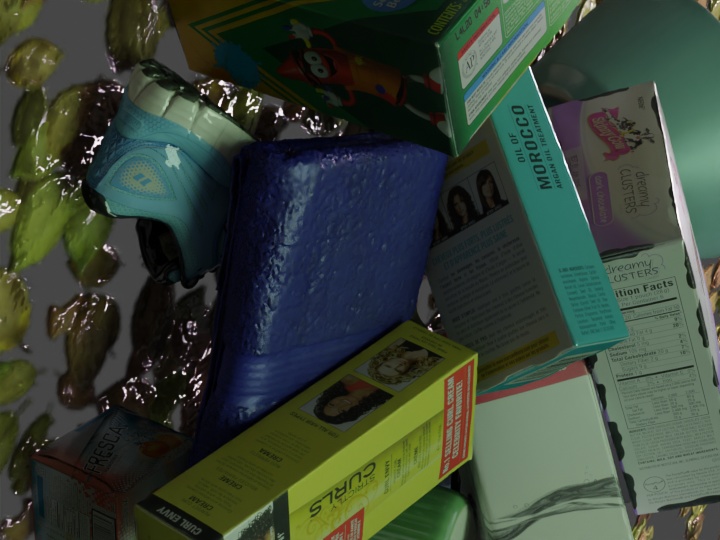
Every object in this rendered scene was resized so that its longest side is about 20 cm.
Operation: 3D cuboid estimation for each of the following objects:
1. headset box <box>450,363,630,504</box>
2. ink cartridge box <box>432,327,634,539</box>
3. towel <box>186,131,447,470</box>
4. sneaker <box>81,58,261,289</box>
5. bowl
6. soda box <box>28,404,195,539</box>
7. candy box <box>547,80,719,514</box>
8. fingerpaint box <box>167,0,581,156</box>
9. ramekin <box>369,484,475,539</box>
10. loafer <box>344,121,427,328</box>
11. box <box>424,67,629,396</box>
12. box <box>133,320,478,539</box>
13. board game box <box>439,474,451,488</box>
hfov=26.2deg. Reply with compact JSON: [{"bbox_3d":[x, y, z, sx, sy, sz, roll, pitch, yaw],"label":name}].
[{"bbox_3d":[0.144,0.085,1.121,0.200,0.092,0.175,9,85,-66],"label":"headset box"},{"bbox_3d":[0.105,0.124,0.938,0.147,0.082,0.201,115,-39,-87],"label":"ink cartridge box"},{"bbox_3d":[-0.026,0.025,0.788,0.147,0.049,0.201,-12,120,-53],"label":"towel"},{"bbox_3d":[-0.077,-0.031,0.803,0.090,0.078,0.200,-51,143,1],"label":"sneaker"},{"bbox_3d":[0.177,-0.085,1.066,0.105,0.201,0.201,-24,128,-26],"label":"bowl"},{"bbox_3d":[-0.127,0.177,0.823,0.068,0.063,0.201,-30,131,-49],"label":"soda box"},{"bbox_3d":[0.173,0.016,0.939,0.168,0.071,0.200,-84,157,-53],"label":"candy box"},{"bbox_3d":[0.026,-0.167,0.778,0.200,0.166,0.073,-50,146,-30],"label":"fingerpaint box"},{"bbox_3d":[0.001,0.208,0.889,0.200,0.097,0.201,10,90,-77],"label":"ramekin"},{"bbox_3d":[0.000,0.000,0.906,0.072,0.063,0.201,-10,101,-48],"label":"loafer"},{"bbox_3d":[0.067,-0.041,0.828,0.049,0.082,0.201,-6,73,-44],"label":"box"},{"bbox_3d":[-0.021,0.102,0.752,0.200,0.050,0.076,-31,133,-43],"label":"box"},{"bbox_3d":[0.034,0.170,1.099,0.200,0.037,0.151,-59,147,-18],"label":"board game box"}]
